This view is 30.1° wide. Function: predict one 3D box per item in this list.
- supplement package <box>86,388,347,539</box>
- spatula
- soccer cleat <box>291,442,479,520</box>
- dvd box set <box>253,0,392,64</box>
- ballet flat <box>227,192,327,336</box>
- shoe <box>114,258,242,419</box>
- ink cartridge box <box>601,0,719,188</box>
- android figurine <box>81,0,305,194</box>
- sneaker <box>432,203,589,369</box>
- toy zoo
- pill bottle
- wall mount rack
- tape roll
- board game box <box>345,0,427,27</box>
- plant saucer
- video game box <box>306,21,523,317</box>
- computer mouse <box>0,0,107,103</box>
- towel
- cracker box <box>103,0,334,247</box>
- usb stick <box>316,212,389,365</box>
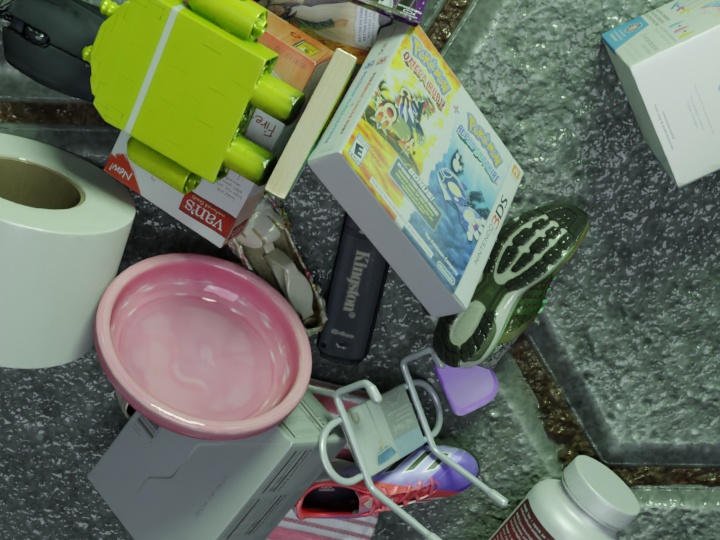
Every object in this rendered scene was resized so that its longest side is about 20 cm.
[{"bbox_3d":[-0.141,0.183,1.316,0.156,0.111,0.200,47,109,24],"label":"supplement package"},{"bbox_3d":[0.081,0.053,1.350,0.056,0.021,0.200,-25,111,3],"label":"spatula"},{"bbox_3d":[0.025,0.222,1.365,0.199,0.073,0.068,-5,110,0],"label":"soccer cleat"},{"bbox_3d":[-0.068,-0.264,1.207,0.199,0.029,0.147,4,113,-3],"label":"dvd box set"},{"bbox_3d":[-0.084,-0.019,1.287,0.076,0.064,0.200,-37,111,-17],"label":"ballet flat"},{"bbox_3d":[-0.173,0.072,1.334,0.070,0.053,0.200,38,105,-17],"label":"shoe"},{"bbox_3d":[0.340,-0.187,1.196,0.199,0.129,0.126,-25,111,8],"label":"ink cartridge box"},{"bbox_3d":[-0.149,-0.158,1.139,0.200,0.041,0.182,29,115,10],"label":"android figurine"},{"bbox_3d":[0.158,0.020,1.326,0.200,0.077,0.089,-49,142,9],"label":"sneaker"},{"bbox_3d":[-0.045,-0.122,1.181,0.020,0.200,0.132,28,91,-3],"label":"toy zoo"},{"bbox_3d":[0.198,0.296,1.407,0.113,0.113,0.200,32,109,-14],"label":"pill bottle"},{"bbox_3d":[0.055,0.174,1.296,0.074,0.200,0.174,-22,89,39],"label":"wall mount rack"},{"bbox_3d":[-0.318,-0.021,1.212,0.202,0.203,0.140,19,111,-9],"label":"tape roll"},{"bbox_3d":[-0.022,-0.303,1.157,0.199,0.032,0.120,20,88,-4],"label":"board game box"},{"bbox_3d":[-0.145,0.074,1.210,0.200,0.201,0.051,21,134,-10],"label":"plant saucer"},{"bbox_3d":[0.056,-0.091,1.192,0.047,0.183,0.200,-14,128,39],"label":"video game box"},{"bbox_3d":[-0.268,-0.198,1.218,0.199,0.053,0.139,16,111,-8],"label":"computer mouse"},{"bbox_3d":[-0.041,0.207,1.413,0.146,0.030,0.201,14,109,-8],"label":"towel"},{"bbox_3d":[-0.128,-0.140,1.193,0.134,0.058,0.200,33,116,6],"label":"cracker box"},{"bbox_3d":[0.000,0.000,1.320,0.055,0.033,0.201,10,113,-7],"label":"usb stick"}]
